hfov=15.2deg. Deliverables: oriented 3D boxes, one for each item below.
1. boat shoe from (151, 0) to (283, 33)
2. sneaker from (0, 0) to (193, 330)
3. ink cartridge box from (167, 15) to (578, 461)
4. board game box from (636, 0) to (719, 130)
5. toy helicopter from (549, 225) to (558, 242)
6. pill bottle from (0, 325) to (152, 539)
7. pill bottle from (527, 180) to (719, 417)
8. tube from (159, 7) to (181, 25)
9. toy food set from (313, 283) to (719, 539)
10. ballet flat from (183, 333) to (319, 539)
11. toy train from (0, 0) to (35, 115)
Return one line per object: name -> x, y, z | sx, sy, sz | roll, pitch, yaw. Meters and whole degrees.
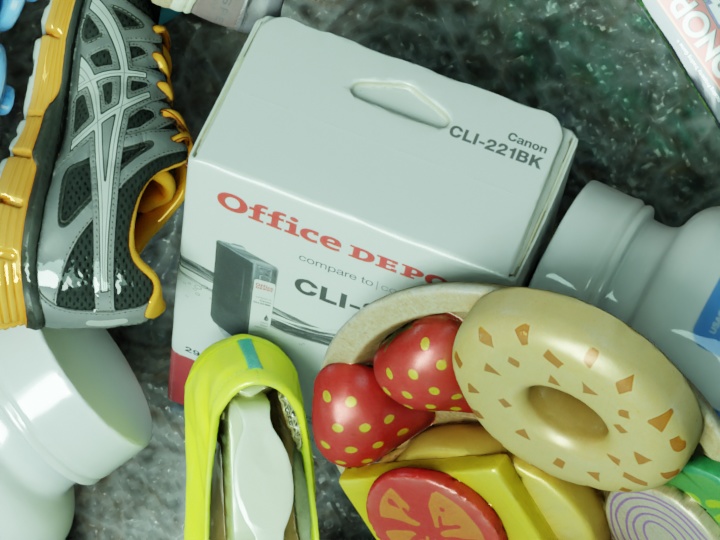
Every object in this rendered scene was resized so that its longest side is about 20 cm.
boat shoe -> -0.025, -0.189, 1.159 | 0.065, 0.072, 0.201 | 27, 70, -9
sneaker -> -0.105, -0.059, 1.147 | 0.077, 0.078, 0.201 | 10, 66, 4
ink cartridge box -> 0.000, 0.000, 1.163 | 0.144, 0.084, 0.200 | 21, 147, 6
board game box -> 0.148, -0.172, 1.168 | 0.199, 0.062, 0.201 | -31, 94, 16
toy helicopter -> 0.155, 0.028, 1.210 | 0.199, 0.079, 0.133 | 12, 110, 17
pill bottle -> -0.195, 0.094, 1.184 | 0.200, 0.120, 0.120 | -34, 94, 12
pill bottle -> 0.166, 0.041, 1.105 | 0.199, 0.112, 0.113 | 28, 105, 10
tube -> -0.035, -0.178, 1.211 | 0.199, 0.050, 0.078 | -32, 88, 12
toy food set -> 0.071, 0.087, 1.077 | 0.199, 0.049, 0.198 | -9, 124, 40
ballet flat -> -0.044, 0.128, 1.142 | 0.066, 0.067, 0.201 | -6, 100, -15
toy train -> -0.198, -0.075, 1.170 | 0.086, 0.114, 0.201 | 14, 74, -21
